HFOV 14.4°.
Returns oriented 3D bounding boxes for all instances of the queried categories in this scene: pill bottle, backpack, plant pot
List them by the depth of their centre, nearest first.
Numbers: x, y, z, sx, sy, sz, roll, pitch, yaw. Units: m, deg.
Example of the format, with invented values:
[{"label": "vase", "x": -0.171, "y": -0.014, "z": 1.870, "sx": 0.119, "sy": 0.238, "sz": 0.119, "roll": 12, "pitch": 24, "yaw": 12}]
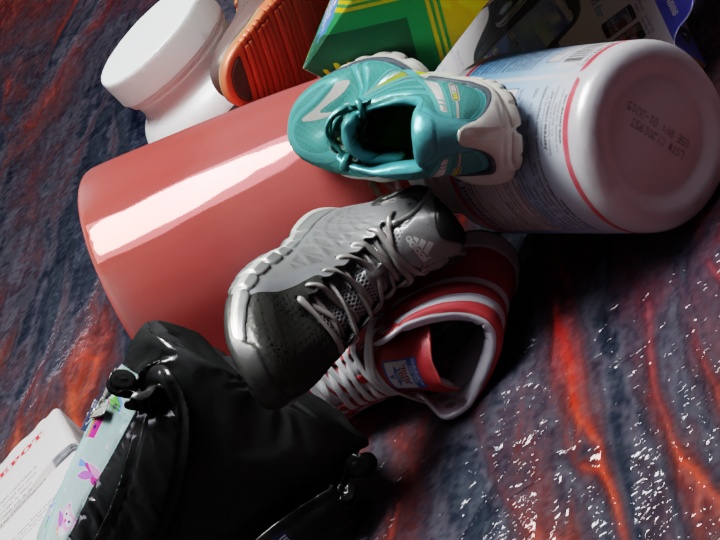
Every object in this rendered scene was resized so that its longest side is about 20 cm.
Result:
[{"label": "backpack", "x": -0.106, "y": 0.145, "z": 1.652, "sx": 0.200, "sy": 0.167, "sz": 0.127, "roll": -61, "pitch": 11, "yaw": 7}, {"label": "pill bottle", "x": 0.112, "y": -0.075, "z": 1.653, "sx": 0.109, "sy": 0.109, "sz": 0.200, "roll": -54, "pitch": 26, "yaw": -20}, {"label": "plant pot", "x": -0.053, "y": -0.022, "z": 1.809, "sx": 0.177, "sy": 0.200, "sz": 0.200, "roll": -29, "pitch": 24, "yaw": 15}, {"label": "pill bottle", "x": -0.074, "y": -0.096, "z": 1.947, "sx": 0.116, "sy": 0.200, "sz": 0.116, "roll": -39, "pitch": 22, "yaw": 19}]

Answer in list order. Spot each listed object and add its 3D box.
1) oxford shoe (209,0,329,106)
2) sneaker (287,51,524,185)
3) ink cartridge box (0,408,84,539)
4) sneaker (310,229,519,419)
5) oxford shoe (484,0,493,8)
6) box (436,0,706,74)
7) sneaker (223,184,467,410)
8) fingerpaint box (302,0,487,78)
[{"label": "oxford shoe", "x": -0.058, "y": -0.170, "z": 1.889, "sx": 0.073, "sy": 0.071, "sz": 0.200, "roll": 5, "pitch": 35, "yaw": 28}, {"label": "sneaker", "x": 0.011, "y": -0.086, "z": 1.632, "sx": 0.080, "sy": 0.078, "sz": 0.200, "roll": -7, "pitch": 6, "yaw": -32}, {"label": "ink cartridge box", "x": -0.201, "y": 0.192, "z": 1.821, "sx": 0.145, "sy": 0.084, "sz": 0.200, "roll": -46, "pitch": 21, "yaw": 0}, {"label": "sneaker", "x": 0.007, "y": 0.060, "z": 1.683, "sx": 0.200, "sy": 0.071, "sz": 0.112, "roll": -36, "pitch": 19, "yaw": 21}, {"label": "oxford shoe", "x": 0.102, "y": -0.166, "z": 1.921, "sx": 0.084, "sy": 0.073, "sz": 0.200, "roll": -40, "pitch": 22, "yaw": 0}, {"label": "box", "x": 0.128, "y": -0.133, "z": 1.777, "sx": 0.200, "sy": 0.041, "sz": 0.119, "roll": -35, "pitch": 54, "yaw": 23}, {"label": "sneaker", "x": 0.000, "y": 0.000, "z": 1.615, "sx": 0.115, "sy": 0.075, "sz": 0.200, "roll": -23, "pitch": 19, "yaw": 26}, {"label": "fingerpaint box", "x": 0.050, "y": -0.220, "z": 1.709, "sx": 0.200, "sy": 0.073, "sz": 0.167, "roll": -69, "pitch": 9, "yaw": -28}]
